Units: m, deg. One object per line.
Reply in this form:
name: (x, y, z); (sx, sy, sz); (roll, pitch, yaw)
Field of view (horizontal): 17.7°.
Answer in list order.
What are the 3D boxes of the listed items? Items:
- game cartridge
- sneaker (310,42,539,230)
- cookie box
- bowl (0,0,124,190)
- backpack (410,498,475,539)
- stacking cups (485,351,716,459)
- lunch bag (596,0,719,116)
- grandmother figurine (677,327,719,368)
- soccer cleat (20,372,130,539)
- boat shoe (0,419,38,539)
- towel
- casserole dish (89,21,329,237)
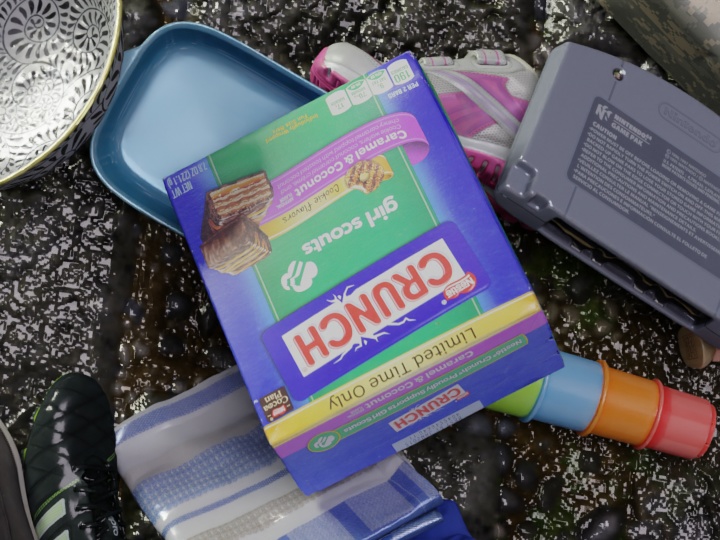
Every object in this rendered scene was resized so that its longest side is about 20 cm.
game cartridge: (0.185, -0.050, 1.437); (0.200, 0.040, 0.133); (33, 63, -16)
sneaker: (0.064, -0.101, 1.463); (0.200, 0.081, 0.088); (25, 71, -14)
cookie box: (0.000, 0.000, 1.326); (0.171, 0.075, 0.200); (-27, 57, 3)
bowl: (-0.215, -0.124, 1.373); (0.201, 0.094, 0.201); (-6, 72, 18)
backpack: (-0.012, 0.231, 1.337); (0.200, 0.168, 0.163); (-21, 79, -15)
stacking cups: (0.127, 0.076, 1.449); (0.200, 0.061, 0.061); (17, 77, -9)
lunch bag: (0.276, -0.204, 1.504); (0.164, 0.118, 0.200); (45, 79, -1)
grandmother figurine: (0.305, 0.018, 1.503); (0.200, 0.061, 0.121); (-12, 92, -12)
soccer cleat: (-0.158, 0.161, 1.348); (0.068, 0.081, 0.200); (7, 85, -50)
boat shoe: (-0.227, 0.142, 1.326); (0.057, 0.067, 0.200); (5, 51, -53)
towel: (-0.054, 0.117, 1.349); (0.147, 0.200, 0.024); (-26, 127, -14)
casserole dish: (-0.072, -0.071, 1.428); (0.200, 0.039, 0.121); (29, 93, -6)
